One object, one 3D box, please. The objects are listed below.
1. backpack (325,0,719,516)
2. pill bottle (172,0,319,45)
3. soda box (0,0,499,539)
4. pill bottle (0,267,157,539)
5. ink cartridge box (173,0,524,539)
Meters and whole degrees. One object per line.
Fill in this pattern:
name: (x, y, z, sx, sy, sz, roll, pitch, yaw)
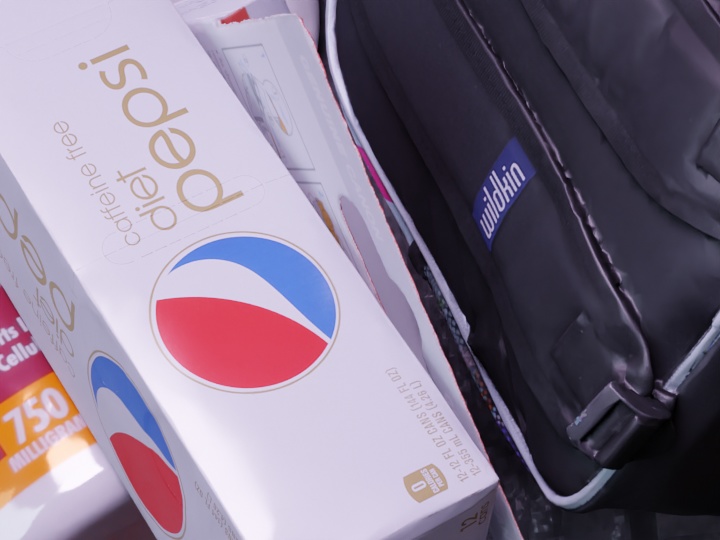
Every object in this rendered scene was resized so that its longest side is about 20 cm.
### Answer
backpack: (0.084, -0.058, 0.754, 0.200, 0.150, 0.178, 57, 131, 32)
pill bottle: (-0.119, -0.077, 0.977, 0.200, 0.116, 0.117, -5, 85, 43)
soda box: (-0.045, 0.006, 0.750, 0.200, 0.064, 0.068, 55, 158, 25)
pill bottle: (-0.116, 0.012, 0.847, 0.200, 0.113, 0.113, 52, 122, 25)
ink cartridge box: (0.000, 0.000, 0.801, 0.163, 0.057, 0.200, 66, 159, -10)
